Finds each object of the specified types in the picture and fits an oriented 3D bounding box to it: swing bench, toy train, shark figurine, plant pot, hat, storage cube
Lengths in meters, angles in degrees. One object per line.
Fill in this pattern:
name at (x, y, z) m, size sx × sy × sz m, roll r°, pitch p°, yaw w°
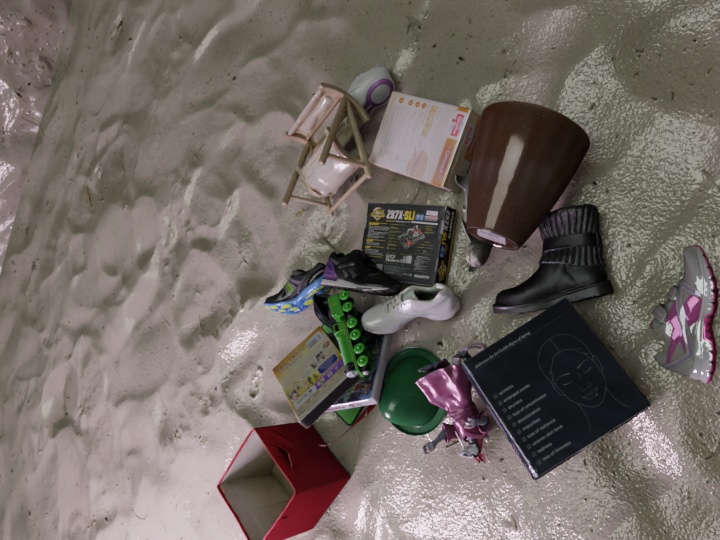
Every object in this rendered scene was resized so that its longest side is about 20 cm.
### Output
swing bench at (-0.075, -0.257, 1.247) m, size 0.199 × 0.129 × 0.202 m, roll -35°, pitch 50°, yaw 53°
toy train at (-0.024, 0.124, 1.131) m, size 0.056 × 0.042 × 0.201 m, roll -24°, pitch 50°, yaw 9°
shark figurine at (0.232, -0.085, 1.077) m, size 0.089 × 0.128 × 0.216 m, roll -6°, pitch 60°, yaw 11°
plant pot at (0.255, -0.144, 0.956) m, size 0.186 × 0.187 × 0.202 m, roll 19°, pitch 83°, yaw 37°
hat at (0.053, 0.246, 1.087) m, size 0.165 × 0.175 × 0.202 m, roll 8°, pitch 89°, yaw 40°
storage cube at (-0.163, 0.450, 1.225) m, size 0.171 × 0.179 × 0.201 m, roll 44°, pitch 109°, yaw 33°

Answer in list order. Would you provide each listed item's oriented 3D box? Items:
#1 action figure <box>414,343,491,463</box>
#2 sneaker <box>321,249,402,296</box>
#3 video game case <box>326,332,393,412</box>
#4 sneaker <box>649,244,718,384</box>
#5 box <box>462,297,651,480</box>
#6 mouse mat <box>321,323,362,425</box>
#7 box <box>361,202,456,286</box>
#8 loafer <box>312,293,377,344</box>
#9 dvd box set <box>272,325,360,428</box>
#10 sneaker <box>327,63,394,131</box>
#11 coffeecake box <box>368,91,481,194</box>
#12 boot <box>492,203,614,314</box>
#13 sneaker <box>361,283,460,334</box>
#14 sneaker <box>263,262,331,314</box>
action figure at (0.184, 0.256, 1.053) m, size 0.133 × 0.148 × 0.202 m, roll -24°, pitch 89°, yaw 41°
sneaker at (0.000, 0.000, 1.172) m, size 0.199 × 0.075 × 0.088 m, roll 7°, pitch 85°, yaw 39°
video game case at (-0.023, 0.196, 1.179) m, size 0.181 × 0.023 × 0.201 m, roll -18°, pitch 37°, yaw 32°
sneaker at (0.477, 0.062, 0.850) m, size 0.088 × 0.081 × 0.202 m, roll 2°, pitch 84°, yaw 36°
box at (0.299, 0.188, 0.901) m, size 0.199 × 0.124 × 0.197 m, roll -32°, pitch 65°, yaw 1°
mouse mat at (-0.049, 0.223, 1.277) m, size 0.200 × 0.008 × 0.162 m, roll 37°, pitch 106°, yaw 34°
box at (0.092, -0.054, 1.180) m, size 0.199 × 0.049 × 0.161 m, roll 7°, pitch 86°, yaw 39°
loafer at (-0.041, 0.101, 1.219) m, size 0.068 × 0.071 × 0.200 m, roll -43°, pitch 37°, yaw -18°
dvd box set at (-0.097, 0.213, 1.182) m, size 0.146 × 0.029 × 0.200 m, roll -43°, pitch 32°, yaw -5°
sneaker at (-0.003, -0.382, 1.297) m, size 0.199 × 0.075 × 0.100 m, roll -35°, pitch 45°, yaw 29°
coffeecake box at (0.132, -0.261, 1.162) m, size 0.199 × 0.073 × 0.155 m, roll 27°, pitch 101°, yaw 37°
boot at (0.315, -0.015, 0.983) m, size 0.209 × 0.079 × 0.159 m, roll -16°, pitch 81°, yaw 24°
sneaker at (0.088, 0.066, 1.115) m, size 0.199 × 0.080 × 0.071 m, roll -17°, pitch 51°, yaw 16°
sneaker at (-0.146, 0.044, 1.345) m, size 0.199 × 0.071 × 0.083 m, roll -29°, pitch 53°, yaw 30°
